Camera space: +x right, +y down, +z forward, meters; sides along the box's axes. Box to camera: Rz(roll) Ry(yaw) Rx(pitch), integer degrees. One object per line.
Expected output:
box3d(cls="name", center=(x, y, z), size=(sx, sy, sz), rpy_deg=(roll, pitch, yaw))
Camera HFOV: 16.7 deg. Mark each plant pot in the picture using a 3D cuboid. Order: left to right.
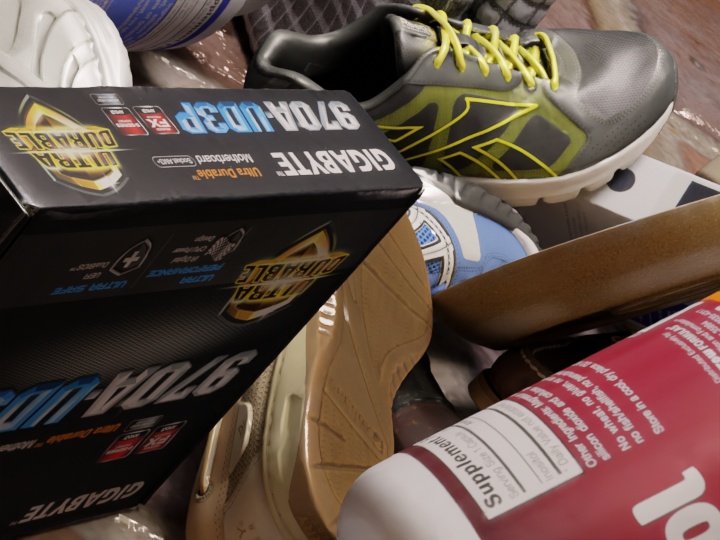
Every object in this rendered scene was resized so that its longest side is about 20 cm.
box3d(cls="plant pot", center=(0.124, -0.004, 0.941), size=(0.200, 0.199, 0.028), rpy_deg=(-9, 80, -59))

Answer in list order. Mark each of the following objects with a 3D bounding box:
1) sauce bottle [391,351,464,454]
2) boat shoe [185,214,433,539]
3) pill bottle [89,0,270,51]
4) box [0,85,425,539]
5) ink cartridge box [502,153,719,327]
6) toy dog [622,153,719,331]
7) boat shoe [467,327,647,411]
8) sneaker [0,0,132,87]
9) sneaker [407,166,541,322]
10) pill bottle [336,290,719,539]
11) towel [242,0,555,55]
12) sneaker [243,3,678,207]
box3d(cls="sauce bottle", center=(0.039, 0.101, 0.871), size=(0.066, 0.066, 0.200), rpy_deg=(16, 32, -42))
box3d(cls="boat shoe", center=(-0.022, 0.029, 0.868), size=(0.071, 0.064, 0.200), rpy_deg=(54, 28, -26))
box3d(cls="pill bottle", center=(-0.107, -0.148, 1.035), size=(0.112, 0.112, 0.200), rpy_deg=(47, 26, 17))
box3d(cls="box", center=(-0.089, 0.017, 0.714), size=(0.046, 0.159, 0.200), rpy_deg=(51, 26, 18))
box3d(cls="ink cartridge box", center=(0.148, -0.002, 1.092), size=(0.199, 0.039, 0.100), rpy_deg=(23, -23, 22))
box3d(cls="toy dog", center=(0.202, 0.040, 1.179), size=(0.096, 0.131, 0.201), rpy_deg=(60, 7, -54))
box3d(cls="boat shoe", center=(0.103, 0.053, 0.977), size=(0.070, 0.070, 0.200), rpy_deg=(49, 10, 19))
box3d(cls="sneaker", center=(-0.126, -0.045, 0.875), size=(0.099, 0.078, 0.200), rpy_deg=(3, 42, -49))
box3d(cls="sneaker", center=(0.000, 0.000, 1.000), size=(0.199, 0.076, 0.077), rpy_deg=(14, 52, -40))
box3d(cls="pill bottle", center=(0.066, 0.092, 0.758), size=(0.113, 0.199, 0.113), rpy_deg=(57, -15, 25))
box3d(cls="towel", center=(0.014, -0.154, 1.158), size=(0.085, 0.166, 0.200), rpy_deg=(18, 31, -28))
box3d(cls="sneaker", center=(0.042, -0.074, 1.041), size=(0.199, 0.085, 0.075), rpy_deg=(-14, 49, -10))
